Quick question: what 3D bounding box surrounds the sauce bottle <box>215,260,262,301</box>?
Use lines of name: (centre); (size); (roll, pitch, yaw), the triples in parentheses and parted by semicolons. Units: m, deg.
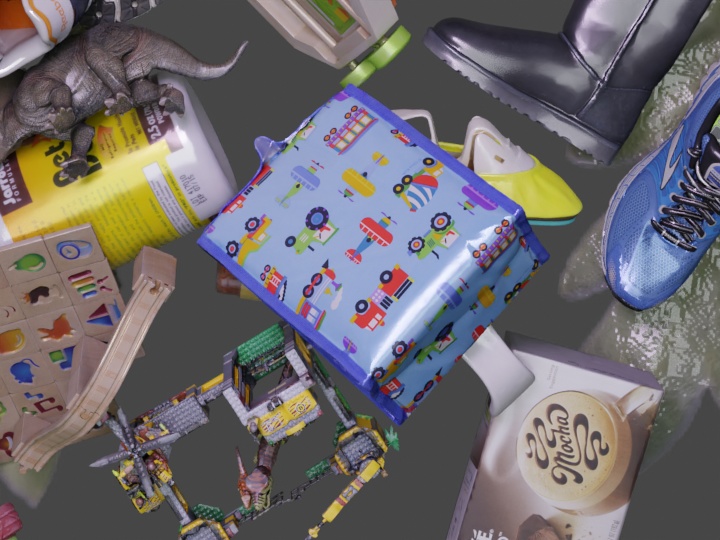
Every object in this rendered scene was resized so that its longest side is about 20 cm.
sauce bottle: (0.000, 0.000, 1.659); (0.199, 0.066, 0.066); (10, 98, -1)

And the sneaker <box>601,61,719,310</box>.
sneaker: (0.231, -0.062, 1.633); (0.078, 0.089, 0.201); (29, 98, -4)

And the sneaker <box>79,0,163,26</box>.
sneaker: (-0.209, -0.216, 1.603); (0.199, 0.089, 0.079); (1, 127, 18)

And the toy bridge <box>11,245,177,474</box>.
toy bridge: (-0.183, 0.074, 1.609); (0.027, 0.067, 0.200); (25, 124, -21)

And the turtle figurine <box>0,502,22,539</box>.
turtle figurine: (-0.229, 0.220, 1.637); (0.144, 0.200, 0.194); (-35, 92, -9)

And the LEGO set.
LEGO set: (-0.077, 0.129, 1.646); (0.199, 0.116, 0.154); (-23, 103, 2)

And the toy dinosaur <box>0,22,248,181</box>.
toy dinosaur: (-0.175, -0.126, 1.556); (0.199, 0.102, 0.077); (-31, 140, 1)

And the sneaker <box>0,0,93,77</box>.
sneaker: (-0.271, -0.165, 1.555); (0.199, 0.080, 0.079); (-11, 122, 27)

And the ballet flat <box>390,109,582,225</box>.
ballet flat: (0.058, -0.076, 1.646); (0.199, 0.067, 0.067); (8, 113, 1)

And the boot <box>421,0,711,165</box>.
boot: (0.159, -0.197, 1.631); (0.164, 0.066, 0.201); (29, 100, -13)

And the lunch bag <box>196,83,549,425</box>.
lunch bag: (-0.004, -0.026, 1.554); (0.200, 0.094, 0.151); (41, 85, 25)

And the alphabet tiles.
alphabet tiles: (-0.235, 0.058, 1.635); (0.166, 0.008, 0.200); (-16, 136, 2)

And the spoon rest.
spoon rest: (0.040, 0.010, 1.598); (0.099, 0.061, 0.200); (-43, 87, -7)

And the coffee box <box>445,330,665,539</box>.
coffee box: (0.129, 0.158, 1.675); (0.112, 0.080, 0.201); (16, 97, -2)

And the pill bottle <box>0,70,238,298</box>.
pill bottle: (-0.191, -0.050, 1.628); (0.199, 0.109, 0.110); (-26, 98, 3)

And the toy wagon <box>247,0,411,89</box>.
toy wagon: (-0.031, -0.196, 1.566); (0.155, 0.200, 0.040); (45, 72, -6)
